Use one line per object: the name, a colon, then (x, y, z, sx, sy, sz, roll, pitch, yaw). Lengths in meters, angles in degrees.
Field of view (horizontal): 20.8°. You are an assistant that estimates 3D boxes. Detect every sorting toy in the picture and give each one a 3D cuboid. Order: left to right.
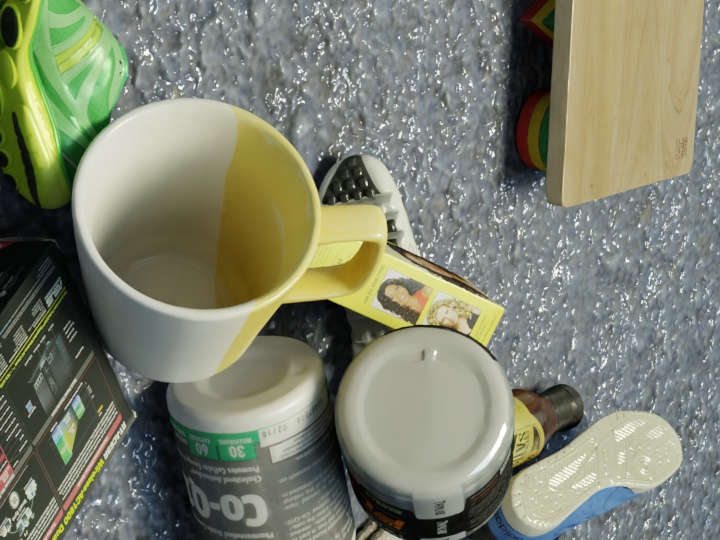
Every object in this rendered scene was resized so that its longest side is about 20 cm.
sorting toy: (0.204, -0.171, 1.642, 0.198, 0.069, 0.201, -16, 113, -47)

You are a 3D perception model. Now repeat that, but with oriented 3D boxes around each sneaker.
sneaker: (-0.187, -0.138, 1.176, 0.083, 0.074, 0.201, -31, 133, -39)
sneaker: (0.016, 0.001, 1.477, 0.081, 0.075, 0.201, -56, 138, -58)
sneaker: (0.180, 0.187, 1.689, 0.199, 0.111, 0.077, -23, 79, -35)

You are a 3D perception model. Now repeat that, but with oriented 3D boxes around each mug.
mug: (-0.095, 0.004, 1.227, 0.153, 0.186, 0.150, 113, 3, -60)

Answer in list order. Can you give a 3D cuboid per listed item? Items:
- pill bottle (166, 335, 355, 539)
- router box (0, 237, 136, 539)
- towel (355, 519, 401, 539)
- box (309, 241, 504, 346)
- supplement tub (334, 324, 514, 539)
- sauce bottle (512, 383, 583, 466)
pill bottle: (-0.064, 0.157, 1.380, 0.113, 0.113, 0.201, -35, 126, -39)
router box: (-0.222, 0.099, 1.168, 0.200, 0.062, 0.150, -62, 142, -45)
towel: (0.008, 0.274, 1.567, 0.200, 0.034, 0.133, -44, 132, -34)
box: (0.000, 0.000, 1.376, 0.199, 0.075, 0.050, 24, 97, -26)
supplement tub: (0.048, 0.122, 1.380, 0.123, 0.122, 0.200, -63, 167, -16)
sauce bottle: (0.118, 0.133, 1.634, 0.199, 0.066, 0.066, -16, 113, -48)
